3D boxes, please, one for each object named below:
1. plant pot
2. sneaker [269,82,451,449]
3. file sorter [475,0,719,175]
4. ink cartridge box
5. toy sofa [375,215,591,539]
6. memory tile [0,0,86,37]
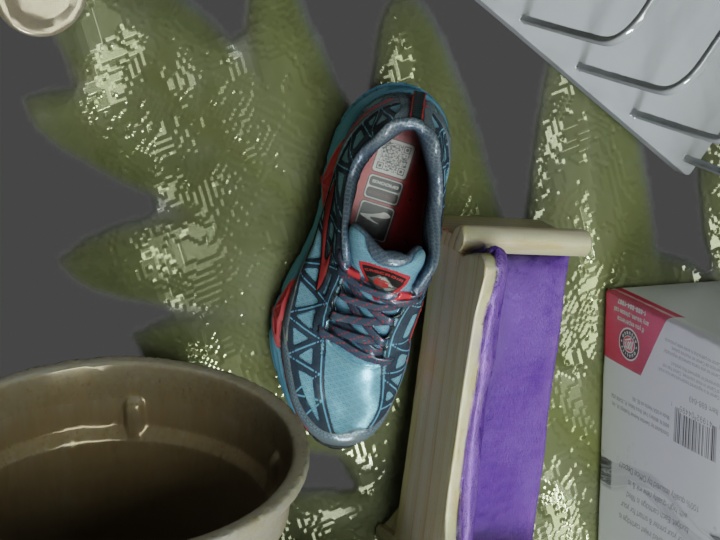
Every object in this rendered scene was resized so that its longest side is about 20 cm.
[{"bbox_3d":[-0.124,0.172,1.372,0.199,0.200,0.184,-12,118,-21],"label":"plant pot"},{"bbox_3d":[0.000,0.000,1.426,0.079,0.096,0.201,9,97,-7],"label":"sneaker"},{"bbox_3d":[0.176,-0.154,1.457,0.200,0.124,0.139,37,86,-26],"label":"file sorter"},{"bbox_3d":[0.203,0.120,1.525,0.084,0.146,0.201,-4,105,-24],"label":"ink cartridge box"},{"bbox_3d":[0.074,0.072,1.482,0.082,0.098,0.201,2,101,-24],"label":"toy sofa"},{"bbox_3d":[-0.213,-0.208,1.329,0.199,0.017,0.154,13,97,-26],"label":"memory tile"}]
